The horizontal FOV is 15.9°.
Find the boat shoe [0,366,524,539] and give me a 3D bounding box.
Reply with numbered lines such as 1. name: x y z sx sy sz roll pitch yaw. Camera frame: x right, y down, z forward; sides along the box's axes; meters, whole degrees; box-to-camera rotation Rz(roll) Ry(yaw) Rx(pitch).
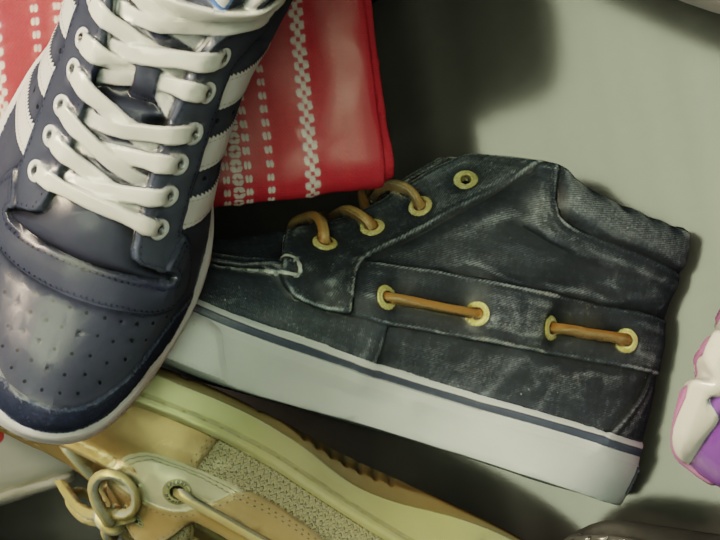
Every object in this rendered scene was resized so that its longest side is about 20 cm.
1. boat shoe: -0.034 0.079 0.771 0.200 0.073 0.064 26 79 -14

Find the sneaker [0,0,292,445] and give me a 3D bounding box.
1. sneaker: -0.054 -0.051 0.676 0.070 0.108 0.201 22 84 -7

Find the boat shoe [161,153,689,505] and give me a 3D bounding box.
1. boat shoe: 0.000 0.000 0.775 0.199 0.071 0.092 18 86 -14

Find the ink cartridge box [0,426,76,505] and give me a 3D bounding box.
1. ink cartridge box: -0.185 -0.009 0.787 0.083 0.146 0.201 -23 82 45

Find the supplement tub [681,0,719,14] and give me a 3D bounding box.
1. supplement tub: 0.096 -0.190 0.737 0.144 0.145 0.201 26 94 12

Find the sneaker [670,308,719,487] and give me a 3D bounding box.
1. sneaker: 0.173 -0.007 0.754 0.088 0.080 0.200 40 96 2

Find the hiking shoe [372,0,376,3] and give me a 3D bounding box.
1. hiking shoe: -0.008 -0.182 0.795 0.086 0.074 0.202 -13 86 12

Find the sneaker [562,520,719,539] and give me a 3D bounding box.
1. sneaker: 0.153 0.113 0.755 0.199 0.089 0.075 19 124 15

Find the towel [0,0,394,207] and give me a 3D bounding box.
1. towel: -0.092 -0.085 0.739 0.198 0.022 0.146 -6 88 -8
